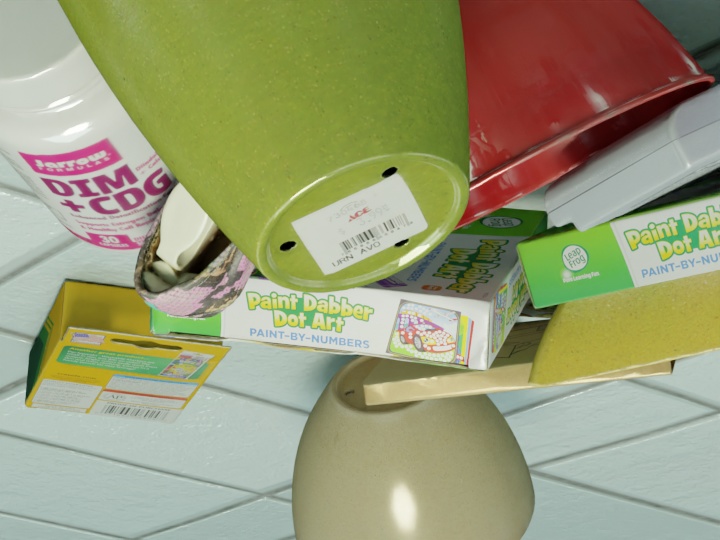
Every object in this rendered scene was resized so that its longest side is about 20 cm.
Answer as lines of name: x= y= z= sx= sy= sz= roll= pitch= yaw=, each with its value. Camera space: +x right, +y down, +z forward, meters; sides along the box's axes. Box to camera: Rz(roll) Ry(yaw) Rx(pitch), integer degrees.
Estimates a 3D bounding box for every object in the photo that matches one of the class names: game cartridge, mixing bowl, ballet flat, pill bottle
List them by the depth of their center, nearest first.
mixing bowl: x=0.066 y=-0.095 z=0.986 sx=0.199 sy=0.109 sz=0.200 roll=-28 pitch=176 yaw=-2
ballet flat: x=-0.060 y=-0.062 z=1.026 sx=0.069 sy=0.201 sz=0.071 roll=32 pitch=-169 yaw=17
pill bottle: x=-0.146 y=-0.096 z=1.036 sx=0.113 sy=0.114 sz=0.200 roll=-3 pitch=157 yaw=12
game cartridge: x=0.206 y=-0.080 z=1.048 sx=0.199 sy=0.041 sz=0.133 roll=-22 pitch=178 yaw=-35

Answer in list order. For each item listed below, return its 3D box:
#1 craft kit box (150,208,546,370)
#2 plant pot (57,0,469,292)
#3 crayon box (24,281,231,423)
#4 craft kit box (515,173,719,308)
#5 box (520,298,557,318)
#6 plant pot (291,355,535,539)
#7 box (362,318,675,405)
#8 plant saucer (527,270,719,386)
craft kit box: x=0.000 y=0.000 z=1.166 sx=0.196 sy=0.049 sz=0.200 roll=8 pitch=-162 yaw=12
plant pot: x=-0.029 y=-0.098 z=0.837 sx=0.186 sy=0.201 sz=0.187 roll=-17 pitch=150 yaw=-10
crayon box: x=-0.181 y=0.061 z=1.511 sx=0.125 sy=0.052 sz=0.200 roll=8 pitch=158 yaw=-16
craft kit box: x=0.220 y=-0.037 z=1.131 sx=0.199 sy=0.049 sz=0.197 roll=-13 pitch=-177 yaw=33
box: x=0.135 y=0.010 z=1.382 sx=0.199 sy=0.039 sz=0.041 roll=4 pitch=160 yaw=-7
plant pot: x=0.032 y=0.142 z=1.556 sx=0.199 sy=0.201 sz=0.135 roll=-4 pitch=123 yaw=13
box: x=0.113 y=0.055 z=1.304 sx=0.199 sy=0.021 sz=0.163 roll=-6 pitch=-173 yaw=13
plant saucer: x=0.207 y=0.009 z=1.187 sx=0.199 sy=0.049 sz=0.200 roll=-13 pitch=-175 yaw=17
